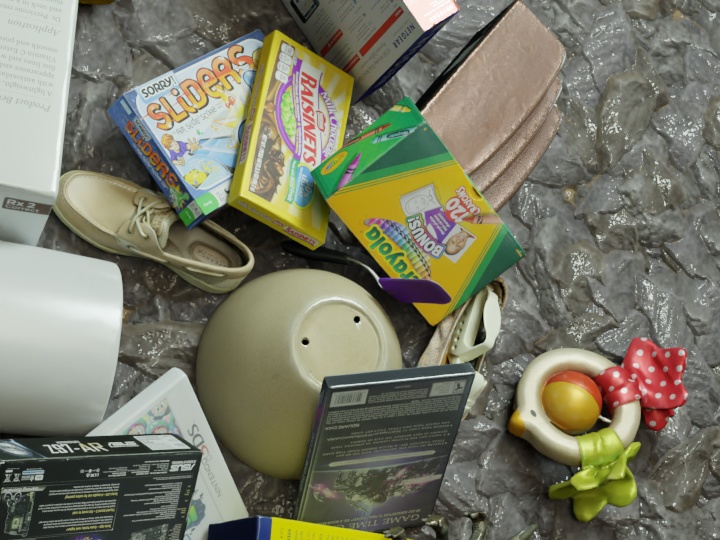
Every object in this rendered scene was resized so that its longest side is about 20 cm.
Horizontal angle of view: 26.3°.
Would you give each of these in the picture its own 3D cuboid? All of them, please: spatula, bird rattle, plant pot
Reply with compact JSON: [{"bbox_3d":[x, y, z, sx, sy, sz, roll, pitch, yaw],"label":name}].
[{"bbox_3d":[0.000,0.000,1.454,0.021,0.199,0.056,-61,142,-10],"label":"spatula"},{"bbox_3d":[0.236,0.137,1.539,0.162,0.113,0.201,26,64,5],"label":"bird rattle"},{"bbox_3d":[-0.041,0.085,1.425,0.198,0.134,0.203,5,74,-19],"label":"plant pot"}]

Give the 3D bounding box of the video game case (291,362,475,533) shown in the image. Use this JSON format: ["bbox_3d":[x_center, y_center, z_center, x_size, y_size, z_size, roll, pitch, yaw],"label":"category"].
[{"bbox_3d":[0.017,0.168,1.404,0.141,0.201,0.019,-4,41,-22],"label":"video game case"}]

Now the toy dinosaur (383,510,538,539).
[{"bbox_3d":[0.075,0.269,1.342,0.199,0.077,0.103,-19,106,-43],"label":"toy dinosaur"}]

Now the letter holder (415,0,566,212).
[{"bbox_3d":[0.134,-0.149,1.575,0.142,0.100,0.200,44,65,-7],"label":"letter holder"}]

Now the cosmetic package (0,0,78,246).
[{"bbox_3d":[-0.346,-0.134,1.342,0.163,0.165,0.202,10,66,-17],"label":"cosmetic package"}]

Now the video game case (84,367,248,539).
[{"bbox_3d":[-0.201,0.211,1.331,0.200,0.024,0.183,-38,130,-25],"label":"video game case"}]

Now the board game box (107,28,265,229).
[{"bbox_3d":[-0.130,-0.139,1.473,0.136,0.034,0.200,54,45,0],"label":"board game box"}]

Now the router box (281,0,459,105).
[{"bbox_3d":[-0.008,-0.278,1.501,0.049,0.200,0.180,-34,90,-25],"label":"router box"}]

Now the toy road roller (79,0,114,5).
[{"bbox_3d":[-0.302,-0.339,1.435,0.198,0.146,0.124,5,74,-19],"label":"toy road roller"}]

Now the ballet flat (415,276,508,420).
[{"bbox_3d":[0.097,0.087,1.506,0.068,0.067,0.202,33,65,-36],"label":"ballet flat"}]

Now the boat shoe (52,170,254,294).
[{"bbox_3d":[-0.192,-0.042,1.439,0.199,0.065,0.073,28,68,-12],"label":"boat shoe"}]

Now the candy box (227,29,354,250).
[{"bbox_3d":[-0.064,-0.127,1.474,0.102,0.026,0.202,30,53,-29],"label":"candy box"}]

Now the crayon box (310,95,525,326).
[{"bbox_3d":[0.057,-0.054,1.466,0.118,0.058,0.200,-37,127,6],"label":"crayon box"}]

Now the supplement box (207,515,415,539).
[{"bbox_3d":[-0.032,0.290,1.370,0.198,0.109,0.110,14,71,-26],"label":"supplement box"}]

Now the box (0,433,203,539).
[{"bbox_3d":[-0.233,0.218,1.256,0.199,0.043,0.162,2,105,-44],"label":"box"}]

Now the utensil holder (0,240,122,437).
[{"bbox_3d":[-0.317,0.056,1.311,0.198,0.170,0.172,11,72,-20],"label":"utensil holder"}]
